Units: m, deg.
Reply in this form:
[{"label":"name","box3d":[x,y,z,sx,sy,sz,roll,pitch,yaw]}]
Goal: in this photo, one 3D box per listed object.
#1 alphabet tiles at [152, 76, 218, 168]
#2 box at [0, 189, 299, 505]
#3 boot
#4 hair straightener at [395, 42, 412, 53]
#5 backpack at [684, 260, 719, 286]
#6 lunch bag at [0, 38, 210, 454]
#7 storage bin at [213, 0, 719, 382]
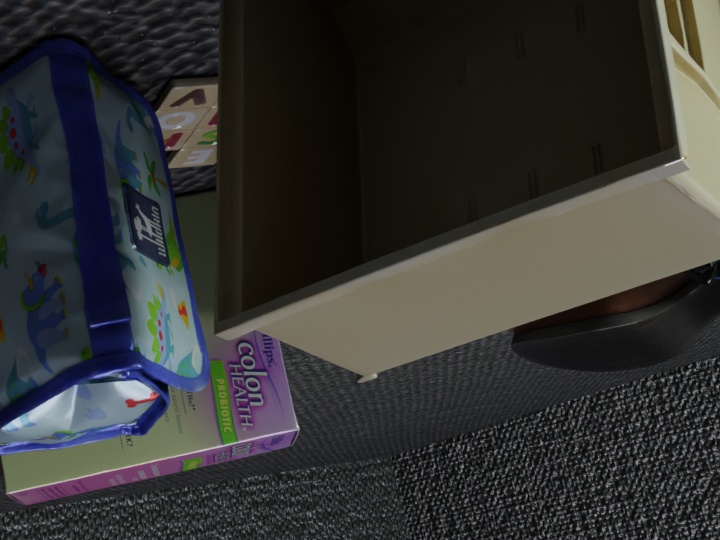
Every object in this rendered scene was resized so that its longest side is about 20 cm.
[{"label":"alphabet tiles","box3d":[-0.032,-0.097,0.834,0.199,0.008,0.167,-8,167,-26]},{"label":"box","box3d":[-0.159,0.053,0.977,0.198,0.177,0.097,-12,168,-8]},{"label":"boot","box3d":[0.161,-0.055,0.801,0.187,0.201,0.068,-24,147,27]},{"label":"hair straightener","box3d":[0.000,-0.077,0.755,0.041,0.077,0.200,-8,162,-28]},{"label":"backpack","box3d":[0.212,-0.116,0.637,0.134,0.183,0.200,-12,159,-49]},{"label":"lunch bag","box3d":[-0.154,-0.004,0.734,0.127,0.171,0.200,-8,165,-19]},{"label":"storage bin","box3d":[0.045,-0.079,0.561,0.199,0.200,0.094,-21,148,33]}]
